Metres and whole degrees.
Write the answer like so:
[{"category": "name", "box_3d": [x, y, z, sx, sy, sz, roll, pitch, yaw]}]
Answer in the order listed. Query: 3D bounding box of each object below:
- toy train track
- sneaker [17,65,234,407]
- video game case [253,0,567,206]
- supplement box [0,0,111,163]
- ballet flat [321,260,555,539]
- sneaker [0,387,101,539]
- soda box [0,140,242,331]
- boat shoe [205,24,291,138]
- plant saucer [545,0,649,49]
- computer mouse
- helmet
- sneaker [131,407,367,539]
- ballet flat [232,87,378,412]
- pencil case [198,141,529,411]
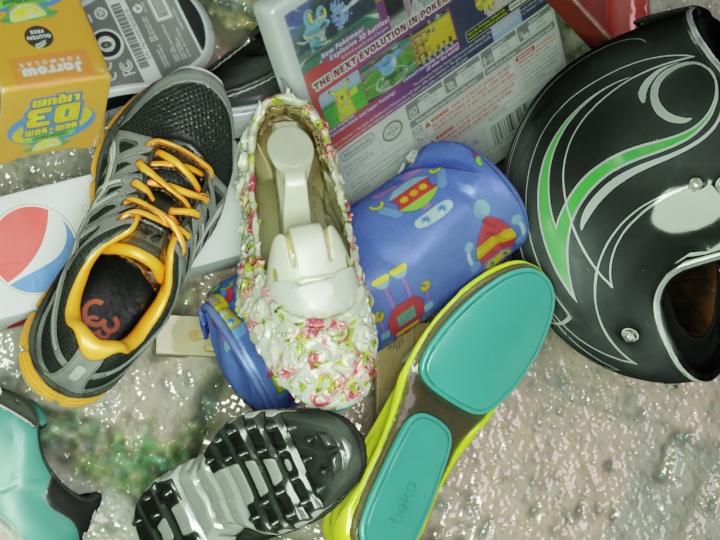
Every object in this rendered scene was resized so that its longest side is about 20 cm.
[{"category": "toy train track", "box_3d": [-0.024, 0.042, 1.187, 0.200, 0.033, 0.115, 2, 82, -15]}, {"category": "sneaker", "box_3d": [-0.113, -0.021, 1.067, 0.078, 0.077, 0.200, 25, 71, -15]}, {"category": "video game case", "box_3d": [0.038, -0.127, 1.195, 0.200, 0.023, 0.182, -36, 128, -25]}, {"category": "supplement box", "box_3d": [-0.198, -0.158, 1.096, 0.066, 0.069, 0.200, -13, 63, -24]}, {"category": "ballet flat", "box_3d": [0.037, 0.078, 1.143, 0.067, 0.067, 0.200, 37, 74, -21]}, {"category": "sneaker", "box_3d": [-0.222, 0.081, 1.079, 0.080, 0.071, 0.200, -45, 104, -26]}, {"category": "soda box", "box_3d": [-0.159, -0.014, 1.123, 0.200, 0.064, 0.068, -16, 86, -24]}, {"category": "boat shoe", "box_3d": [-0.026, -0.142, 1.187, 0.200, 0.070, 0.066, -26, 126, -27]}, {"category": "plant saucer", "box_3d": [0.139, -0.234, 1.248, 0.037, 0.200, 0.200, -5, 78, 22]}, {"category": "computer mouse", "box_3d": [-0.177, -0.107, 1.144, 0.200, 0.044, 0.110, -20, 75, -22]}, {"category": "helmet", "box_3d": [0.178, -0.038, 1.198, 0.200, 0.191, 0.200, 39, 23, -20]}, {"category": "sneaker", "box_3d": [-0.043, 0.108, 1.083, 0.090, 0.200, 0.067, -21, 82, -38]}, {"category": "ballet flat", "box_3d": [-0.035, -0.017, 1.067, 0.075, 0.064, 0.200, -8, 50, -10]}, {"category": "pencil case", "box_3d": [0.000, 0.000, 1.141, 0.200, 0.078, 0.087, -35, 65, -16]}]
